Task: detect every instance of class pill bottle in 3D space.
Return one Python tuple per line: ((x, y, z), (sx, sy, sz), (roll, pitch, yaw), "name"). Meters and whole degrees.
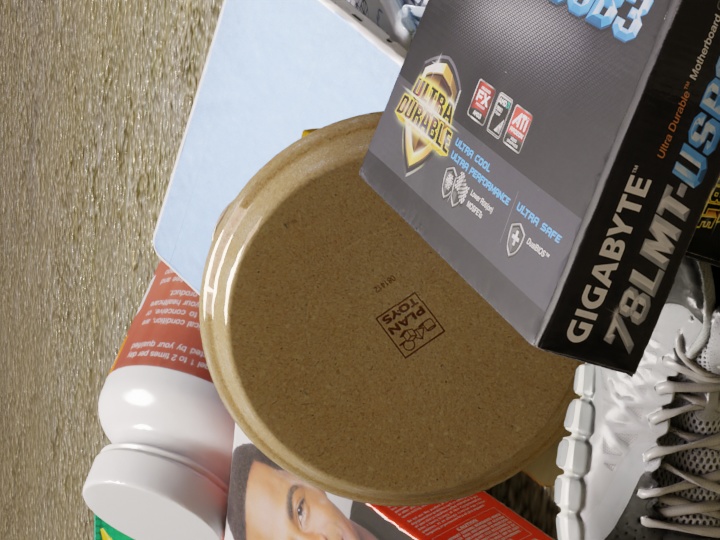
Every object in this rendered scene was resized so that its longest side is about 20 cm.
((-0.081, 0.055, 1.159), (0.112, 0.112, 0.201), (125, 169, -61), "pill bottle")

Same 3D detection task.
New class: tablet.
((-0.042, -0.054, 1.045), (0.130, 0.014, 0.201), (41, 128, 29), "tablet")

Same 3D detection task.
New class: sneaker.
((0.130, 0.057, 0.804), (0.115, 0.075, 0.201), (155, 114, -68), "sneaker")

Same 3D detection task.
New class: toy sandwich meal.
((0.027, 0.015, 0.928), (0.070, 0.204, 0.206), (-93, 7, -73), "toy sandwich meal")

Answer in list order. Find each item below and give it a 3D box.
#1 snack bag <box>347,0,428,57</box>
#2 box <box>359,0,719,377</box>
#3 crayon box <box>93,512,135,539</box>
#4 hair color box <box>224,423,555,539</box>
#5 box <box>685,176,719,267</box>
((0.004, -0.163, 1.046), (0.189, 0.021, 0.201), (-117, 33, -52), "snack bag")
((0.082, -0.091, 0.755), (0.199, 0.049, 0.200), (-69, 24, 14), "box")
((-0.094, 0.145, 1.323), (0.200, 0.118, 0.059), (-59, -29, -79), "crayon box")
((0.018, 0.147, 1.039), (0.200, 0.061, 0.102), (32, 128, 37), "hair color box")
((0.120, -0.108, 0.797), (0.160, 0.049, 0.200), (-67, 24, 12), "box")
